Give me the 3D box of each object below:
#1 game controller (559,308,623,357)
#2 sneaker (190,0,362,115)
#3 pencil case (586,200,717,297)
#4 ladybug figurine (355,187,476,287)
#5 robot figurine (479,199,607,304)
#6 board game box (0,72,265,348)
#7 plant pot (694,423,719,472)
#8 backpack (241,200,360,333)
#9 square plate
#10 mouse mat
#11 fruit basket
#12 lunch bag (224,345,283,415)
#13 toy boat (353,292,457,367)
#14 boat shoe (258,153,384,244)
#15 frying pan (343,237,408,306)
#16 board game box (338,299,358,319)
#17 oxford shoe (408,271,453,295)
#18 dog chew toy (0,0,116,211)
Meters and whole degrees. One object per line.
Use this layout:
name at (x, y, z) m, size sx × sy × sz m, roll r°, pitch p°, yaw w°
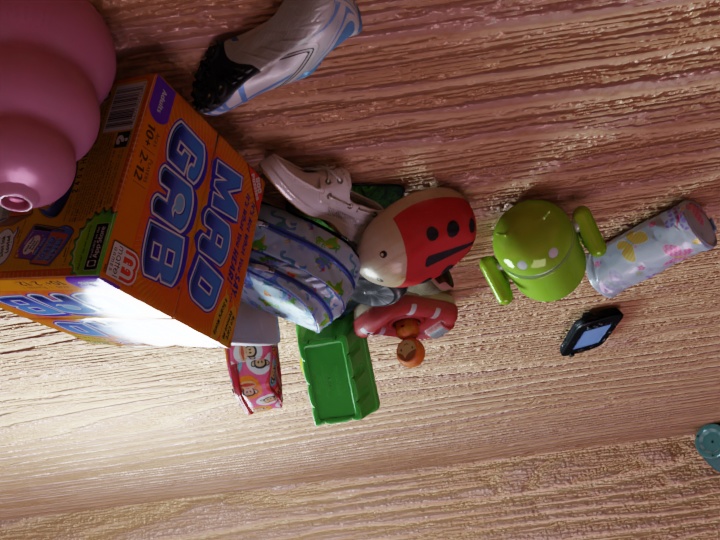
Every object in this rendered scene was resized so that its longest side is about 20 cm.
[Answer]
game controller at (0.496, 0.137, 1.417) m, size 0.103 × 0.043 × 0.201 m, roll -7°, pitch 153°, yaw 1°
sneaker at (-0.084, -0.197, 0.617) m, size 0.198 × 0.073 × 0.072 m, roll -21°, pitch 159°, yaw 33°
pencil case at (0.455, -0.030, 1.041) m, size 0.090 × 0.084 × 0.200 m, roll 19°, pitch 143°, yaw -29°
ladybug figurine at (0.086, -0.038, 0.883) m, size 0.198 × 0.072 × 0.137 m, roll -25°, pitch 136°, yaw -26°
robot figurine at (0.263, -0.028, 0.964) m, size 0.174 × 0.117 × 0.200 m, roll -27°, pitch 147°, yaw 17°
board game box at (-0.247, -0.046, 0.677) m, size 0.197 × 0.203 × 0.200 m, roll -1°, pitch 157°, yaw 23°
plant pot at (1.405, 0.686, 2.536) m, size 0.186 × 0.202 × 0.200 m, roll 25°, pitch 142°, yaw -24°
backpack at (-0.099, -0.010, 0.835) m, size 0.197 × 0.156 × 0.164 m, roll 10°, pitch 152°, yaw 1°
square plate at (-0.215, 0.033, 0.890) m, size 0.197 × 0.199 × 0.029 m, roll 1°, pitch 132°, yaw -14°
mouse mat at (-0.032, -0.066, 0.946) m, size 0.159 × 0.008 × 0.201 m, roll -1°, pitch 151°, yaw -11°
fruit basket at (-0.051, 0.181, 1.260) m, size 0.153 × 0.218 × 0.216 m, roll -10°, pitch 153°, yaw 9°
lunch bag at (-0.172, 0.128, 1.079) m, size 0.081 × 0.202 × 0.177 m, roll -10°, pitch 153°, yaw -2°
toy boat at (0.082, 0.108, 1.170) m, size 0.198 × 0.132 × 0.130 m, roll 10°, pitch 149°, yaw -30°
boat shoe at (-0.042, -0.102, 0.817) m, size 0.069 × 0.071 × 0.199 m, roll -45°, pitch 142°, yaw 14°
frying pan at (0.017, 0.003, 0.973) m, size 0.113 × 0.031 × 0.191 m, roll 8°, pitch 149°, yaw 5°
board game box at (-0.053, 0.030, 1.095) m, size 0.134 × 0.029 × 0.200 m, roll 7°, pitch 152°, yaw -24°
oxford shoe at (0.077, 0.001, 1.019) m, size 0.074 × 0.071 × 0.200 m, roll -27°, pitch 147°, yaw 21°
dog chew toy at (-0.268, -0.140, 0.536) m, size 0.123 × 0.202 × 0.125 m, roll -5°, pitch 153°, yaw -2°
